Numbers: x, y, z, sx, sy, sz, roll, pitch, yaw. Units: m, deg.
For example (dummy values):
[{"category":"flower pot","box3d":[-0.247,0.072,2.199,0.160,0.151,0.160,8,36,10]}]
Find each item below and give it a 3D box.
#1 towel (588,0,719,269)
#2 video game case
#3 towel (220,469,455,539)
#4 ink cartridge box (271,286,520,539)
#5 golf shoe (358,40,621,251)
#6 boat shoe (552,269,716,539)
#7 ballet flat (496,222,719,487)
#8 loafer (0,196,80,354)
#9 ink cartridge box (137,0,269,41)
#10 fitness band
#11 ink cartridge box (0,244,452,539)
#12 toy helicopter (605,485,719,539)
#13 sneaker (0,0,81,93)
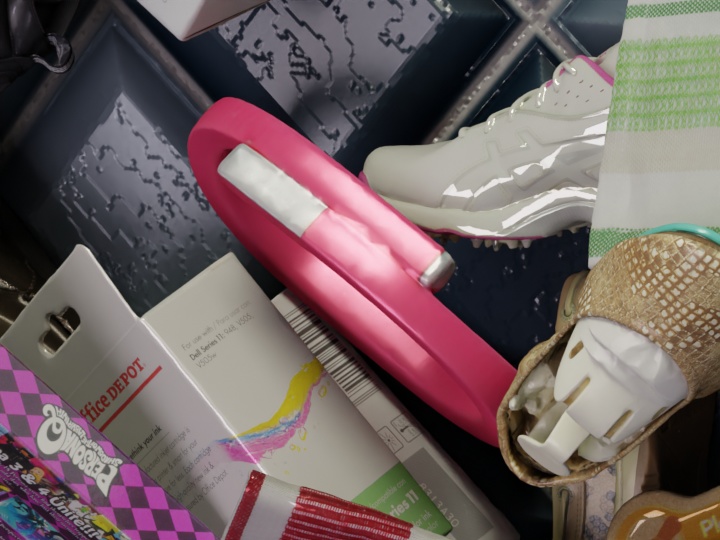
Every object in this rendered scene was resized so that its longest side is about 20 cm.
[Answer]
[{"category":"towel","box3d":[0.156,-0.093,1.092,0.149,0.031,0.201,3,82,52]},{"category":"video game case","box3d":[-0.172,0.099,1.296,0.200,0.036,0.181,43,144,-20]},{"category":"towel","box3d":[0.028,0.164,1.228,0.199,0.023,0.144,20,134,-4]},{"category":"ink cartridge box","box3d":[-0.028,0.124,1.390,0.161,0.050,0.200,47,142,10]},{"category":"golf shoe","box3d":[0.090,-0.054,1.210,0.199,0.075,0.092,2,102,27]},{"category":"boat shoe","box3d":[0.112,0.099,1.258,0.062,0.073,0.201,16,107,37]},{"category":"ballet flat","box3d":[0.099,0.043,1.116,0.070,0.065,0.200,35,158,4]},{"category":"loafer","box3d":[-0.168,0.036,1.411,0.200,0.071,0.073,42,130,27]},{"category":"ink cartridge box","box3d":[-0.095,-0.225,1.256,0.200,0.083,0.146,43,129,13]},{"category":"fitness band","box3d":[0.000,0.000,1.261,0.200,0.037,0.144,40,171,21]},{"category":"ink cartridge box","box3d":[-0.065,0.075,1.304,0.200,0.067,0.117,51,141,4]},{"category":"toy helicopter","box3d":[0.187,0.076,1.167,0.199,0.079,0.133,-23,77,22]},{"category":"sneaker","box3d":[-0.195,-0.153,1.368,0.113,0.076,0.201,-22,62,4]}]
